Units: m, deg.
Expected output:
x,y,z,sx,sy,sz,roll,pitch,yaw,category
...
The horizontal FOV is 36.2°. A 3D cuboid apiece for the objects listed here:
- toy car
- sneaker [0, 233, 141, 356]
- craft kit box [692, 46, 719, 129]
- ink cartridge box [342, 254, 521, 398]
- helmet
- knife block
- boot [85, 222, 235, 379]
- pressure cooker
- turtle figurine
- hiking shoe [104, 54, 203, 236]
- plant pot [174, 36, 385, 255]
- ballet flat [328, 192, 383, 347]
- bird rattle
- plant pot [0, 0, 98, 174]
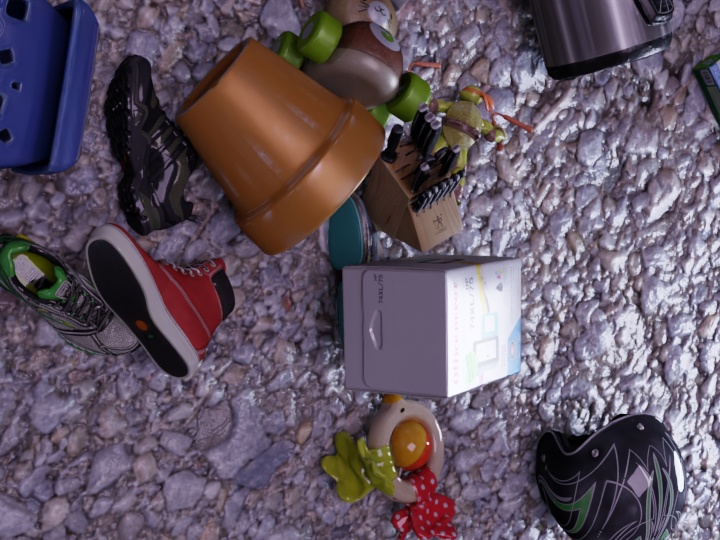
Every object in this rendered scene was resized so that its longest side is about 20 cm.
x,y,z,sx,sy,sz,roll,pitch,yaw,category
0.007,-0.295,1.318,0.163,0.157,0.203,28,71,-27,toy car
-0.326,0.035,1.218,0.199,0.085,0.079,35,80,-23,sneaker
0.611,-0.268,1.641,0.196,0.048,0.202,-36,107,-15,craft kit box
0.089,0.062,1.330,0.199,0.144,0.149,-9,99,-56,ink cartridge box
0.344,0.284,1.479,0.197,0.190,0.204,-2,96,-24,helmet
0.052,-0.121,1.297,0.063,0.199,0.178,-28,119,-19,knife block
-0.219,0.001,1.248,0.201,0.072,0.145,61,41,-30,boot
0.300,-0.363,1.422,0.176,0.176,0.203,-17,100,-5,pressure cooker
0.131,-0.171,1.419,0.198,0.064,0.163,23,84,-24,turtle figurine
-0.232,-0.146,1.263,0.100,0.075,0.203,-12,106,-34,hiking shoe
-0.103,-0.153,1.243,0.183,0.200,0.201,44,77,-18,plant pot
0.000,0.000,1.381,0.073,0.074,0.204,-4,97,-24,ballet flat
0.061,0.249,1.405,0.199,0.112,0.165,32,65,-26,bird rattle
-0.378,-0.194,1.114,0.178,0.199,0.203,8,90,-31,plant pot
